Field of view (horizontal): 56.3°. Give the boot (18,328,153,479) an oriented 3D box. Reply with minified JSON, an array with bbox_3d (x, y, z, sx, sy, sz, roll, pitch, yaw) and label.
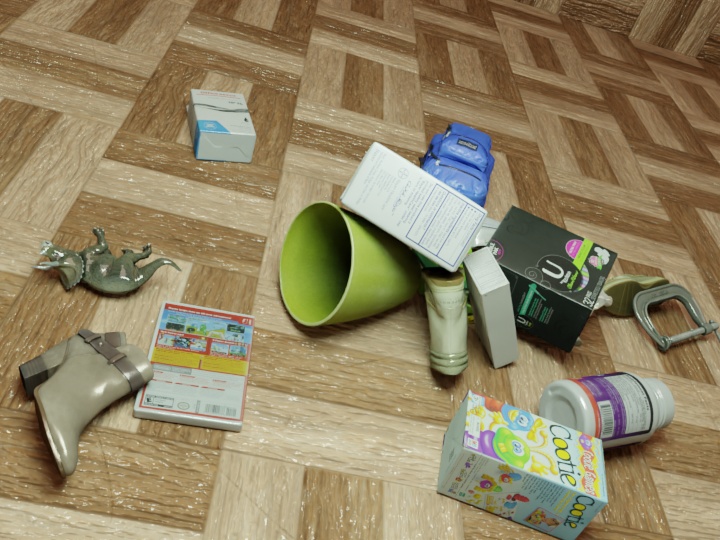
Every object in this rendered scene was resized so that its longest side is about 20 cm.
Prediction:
[{"bbox_3d":[-0.328,0.149,0.834,0.144,0.071,0.200,-15,48,-33],"label":"boot"}]

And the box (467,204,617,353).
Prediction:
[{"bbox_3d":[0.307,0.012,1.150,0.198,0.126,0.149,27,52,17],"label":"box"}]

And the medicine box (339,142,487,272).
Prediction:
[{"bbox_3d":[0.084,-0.096,1.043,0.198,0.104,0.182,33,6,3],"label":"medicine box"}]

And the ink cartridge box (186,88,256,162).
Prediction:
[{"bbox_3d":[-0.291,-0.310,1.384,0.114,0.069,0.202,0,43,-24],"label":"ink cartridge box"}]

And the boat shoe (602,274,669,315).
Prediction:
[{"bbox_3d":[0.535,0.041,1.348,0.197,0.075,0.063,-9,20,-30],"label":"boat shoe"}]

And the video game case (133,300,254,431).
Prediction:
[{"bbox_3d":[-0.226,0.129,0.946,0.140,0.018,0.202,11,40,-12],"label":"video game case"}]

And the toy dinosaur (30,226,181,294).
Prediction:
[{"bbox_3d":[-0.371,-0.001,1.004,0.196,0.077,0.104,18,50,-11],"label":"toy dinosaur"}]

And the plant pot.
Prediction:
[{"bbox_3d":[0.000,0.000,1.089,0.198,0.188,0.188,9,36,-42],"label":"plant pot"}]

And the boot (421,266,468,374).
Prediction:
[{"bbox_3d":[0.138,0.075,1.087,0.070,0.158,0.200,-3,6,4],"label":"boot"}]

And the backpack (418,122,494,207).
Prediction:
[{"bbox_3d":[0.189,-0.194,1.388,0.159,0.170,0.201,17,42,7],"label":"backpack"}]

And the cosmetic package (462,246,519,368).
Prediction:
[{"bbox_3d":[0.210,0.063,1.072,0.050,0.202,0.083,-20,47,1],"label":"cosmetic package"}]

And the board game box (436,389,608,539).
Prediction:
[{"bbox_3d":[0.217,0.265,0.915,0.196,0.106,0.104,21,38,0],"label":"board game box"}]

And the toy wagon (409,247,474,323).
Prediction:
[{"bbox_3d":[0.169,0.011,1.239,0.153,0.040,0.201,-7,46,-30],"label":"toy wagon"}]

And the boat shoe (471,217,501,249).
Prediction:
[{"bbox_3d":[0.291,-0.054,1.356,0.196,0.073,0.068,10,72,-25],"label":"boat shoe"}]

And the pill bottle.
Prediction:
[{"bbox_3d":[0.384,0.216,1.038,0.196,0.113,0.112,-1,43,-26],"label":"pill bottle"}]

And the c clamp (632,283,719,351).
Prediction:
[{"bbox_3d":[0.621,0.104,1.305,0.196,0.027,0.174,-5,66,-24],"label":"c clamp"}]

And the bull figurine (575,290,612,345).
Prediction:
[{"bbox_3d":[0.368,0.064,1.244,0.196,0.066,0.123,13,45,-1],"label":"bull figurine"}]
